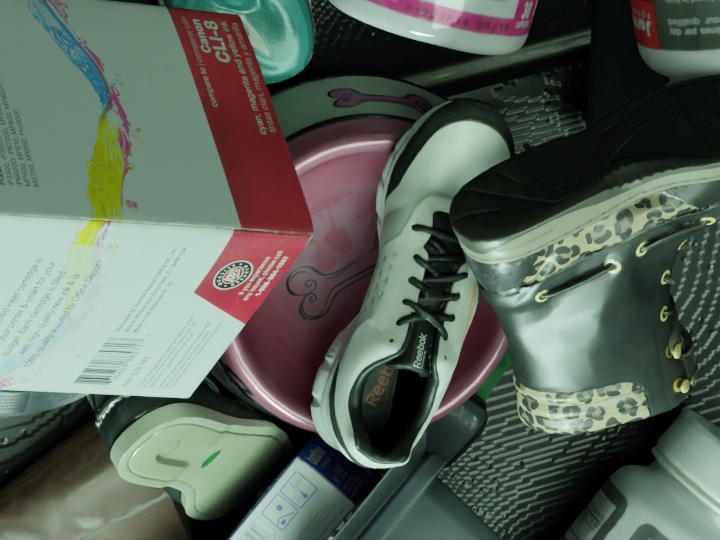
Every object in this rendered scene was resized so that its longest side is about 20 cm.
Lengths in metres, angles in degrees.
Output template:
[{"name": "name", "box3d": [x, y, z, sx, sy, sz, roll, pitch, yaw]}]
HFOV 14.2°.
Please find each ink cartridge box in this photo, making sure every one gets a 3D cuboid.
[{"name": "ink cartridge box", "box3d": [-0.072, 0.179, 1.606, 0.044, 0.094, 0.200, 40, 103, 1]}, {"name": "ink cartridge box", "box3d": [-0.155, -0.037, 1.401, 0.200, 0.145, 0.145, 4, 143, -34]}]

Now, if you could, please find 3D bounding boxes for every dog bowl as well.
[{"name": "dog bowl", "box3d": [0.000, 0.000, 1.543, 0.200, 0.074, 0.201, -3, 107, -11]}]

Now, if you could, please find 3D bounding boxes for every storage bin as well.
[{"name": "storage bin", "box3d": [0.030, 0.193, 1.571, 0.134, 0.200, 0.146, 40, 76, 4]}]

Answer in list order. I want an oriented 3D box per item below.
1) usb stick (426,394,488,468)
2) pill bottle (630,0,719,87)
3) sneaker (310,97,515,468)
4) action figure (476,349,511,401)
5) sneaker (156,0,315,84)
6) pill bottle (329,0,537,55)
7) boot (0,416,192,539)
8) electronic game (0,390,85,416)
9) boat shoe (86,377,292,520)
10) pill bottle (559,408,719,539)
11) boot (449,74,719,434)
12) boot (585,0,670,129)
[{"name": "usb stick", "box3d": [-0.012, 0.046, 1.624, 0.200, 0.033, 0.055, 36, 114, -25]}, {"name": "pill bottle", "box3d": [0.193, -0.165, 1.498, 0.114, 0.114, 0.201, -13, 105, -13]}, {"name": "sneaker", "box3d": [0.036, 0.011, 1.474, 0.074, 0.080, 0.201, 15, 101, -13]}, {"name": "action figure", "box3d": [0.046, -0.021, 1.613, 0.200, 0.055, 0.118, 41, 96, -22]}, {"name": "sneaker", "box3d": [-0.078, -0.179, 1.495, 0.077, 0.080, 0.200, -28, 116, -6]}, {"name": "pill bottle", "box3d": [0.058, -0.222, 1.504, 0.113, 0.113, 0.201, 10, 106, -21]}, {"name": "boot", "box3d": [-0.164, 0.192, 1.619, 0.200, 0.064, 0.187, -31, 115, -10]}, {"name": "electronic game", "box3d": [-0.183, -0.019, 1.540, 0.199, 0.042, 0.201, -7, 107, -24]}, {"name": "boat shoe", "box3d": [-0.092, 0.084, 1.562, 0.072, 0.068, 0.200, -41, 157, 4]}, {"name": "pill bottle", "box3d": [0.165, 0.186, 1.693, 0.114, 0.114, 0.200, 36, 96, -26]}, {"name": "boot", "box3d": [0.151, -0.007, 1.468, 0.200, 0.073, 0.151, -22, 130, -9]}, {"name": "boot", "box3d": [0.215, -0.154, 1.601, 0.200, 0.076, 0.169, -10, 109, -7]}]
